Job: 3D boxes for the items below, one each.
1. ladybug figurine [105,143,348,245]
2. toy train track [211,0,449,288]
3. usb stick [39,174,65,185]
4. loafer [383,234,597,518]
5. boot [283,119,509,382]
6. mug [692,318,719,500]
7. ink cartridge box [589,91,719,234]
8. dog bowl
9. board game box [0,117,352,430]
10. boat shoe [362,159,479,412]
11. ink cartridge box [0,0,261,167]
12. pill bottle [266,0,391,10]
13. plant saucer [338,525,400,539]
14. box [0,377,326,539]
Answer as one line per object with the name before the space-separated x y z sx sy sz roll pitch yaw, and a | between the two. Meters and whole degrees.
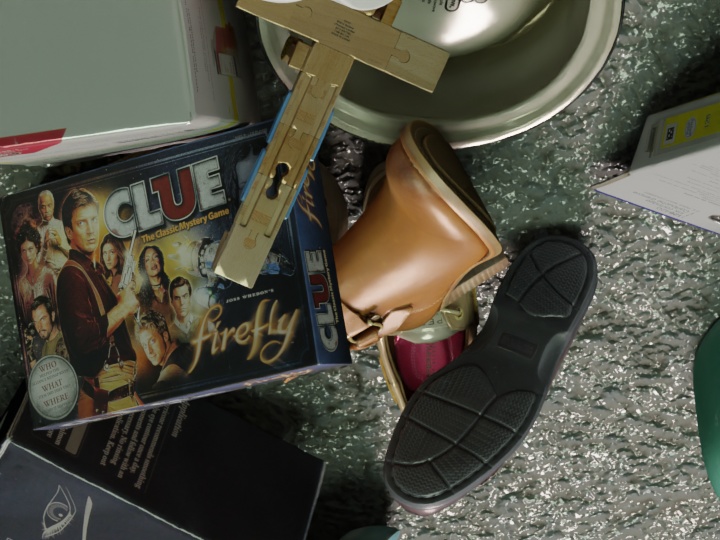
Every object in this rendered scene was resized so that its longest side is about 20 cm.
ladybug figurine | -0.100 -0.005 1.670 0.199 0.072 0.137 -18 117 -5
toy train track | -0.029 -0.089 1.496 0.114 0.033 0.201 23 96 -14
usb stick | -0.111 -0.003 1.730 0.199 0.033 0.056 22 122 -21
loafer | 0.083 0.072 1.710 0.072 0.201 0.063 27 156 19
boot | 0.000 0.000 1.587 0.154 0.074 0.200 -28 157 1
mug | 0.298 0.091 1.773 0.152 0.115 0.185 32 127 -28
ink cartridge box | 0.265 -0.050 1.648 0.196 0.047 0.200 18 169 -22
dog bowl | 0.041 -0.163 1.549 0.198 0.074 0.201 -1 134 -1
board game box | -0.105 0.004 1.574 0.199 0.137 0.035 -14 172 32
boat shoe | 0.041 0.019 1.729 0.073 0.069 0.201 -6 134 5
ink cartridge box | -0.143 -0.106 1.516 0.144 0.200 0.084 -9 90 7
pill bottle | -0.061 -0.200 1.415 0.199 0.112 0.113 26 147 34
plant saucer | -0.047 0.240 1.881 0.027 0.200 0.201 39 129 7
box | -0.158 0.173 1.816 0.199 0.118 0.197 28 129 -9
